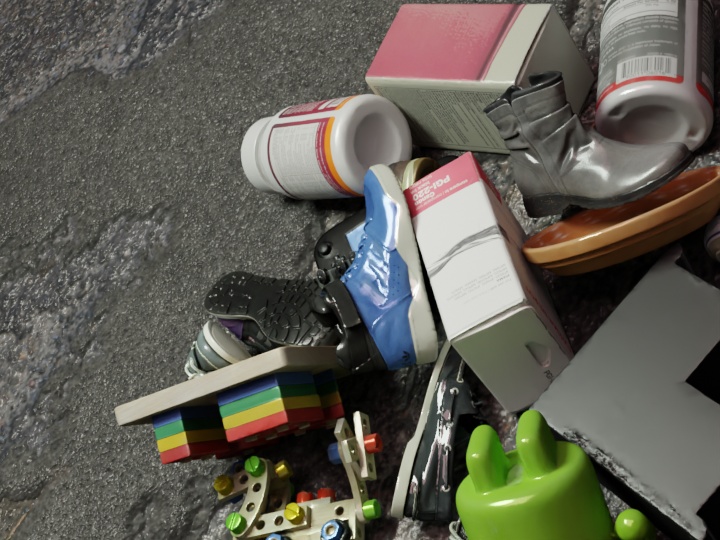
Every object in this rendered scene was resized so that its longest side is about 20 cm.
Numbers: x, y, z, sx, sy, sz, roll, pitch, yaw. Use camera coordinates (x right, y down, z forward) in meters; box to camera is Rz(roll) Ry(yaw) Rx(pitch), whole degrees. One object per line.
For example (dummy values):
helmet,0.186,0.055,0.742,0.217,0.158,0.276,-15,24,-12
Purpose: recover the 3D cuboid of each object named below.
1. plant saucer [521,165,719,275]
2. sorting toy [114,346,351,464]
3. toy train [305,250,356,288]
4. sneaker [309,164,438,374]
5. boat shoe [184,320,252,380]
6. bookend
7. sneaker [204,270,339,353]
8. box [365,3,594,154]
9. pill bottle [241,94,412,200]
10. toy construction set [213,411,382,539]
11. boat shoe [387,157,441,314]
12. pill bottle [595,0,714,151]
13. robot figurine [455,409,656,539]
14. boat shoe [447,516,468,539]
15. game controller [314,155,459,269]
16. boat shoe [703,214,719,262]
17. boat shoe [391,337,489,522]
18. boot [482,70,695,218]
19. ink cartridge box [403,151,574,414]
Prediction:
plant saucer,0.246,-0.042,1.222,0.199,0.038,0.200,-23,5,2
sorting toy,-0.100,0.137,1.312,0.199,0.198,0.070,-21,78,25
toy train,-0.033,0.020,1.396,0.034,0.046,0.200,-24,-2,-34
sneaker,0.000,0.000,1.268,0.110,0.077,0.202,-11,76,-3
boat shoe,-0.147,0.099,1.380,0.062,0.200,0.073,-44,87,-4
bookend,0.283,0.112,1.111,0.200,0.092,0.198,-48,46,-6
sneaker,-0.075,0.059,1.400,0.076,0.088,0.199,-49,37,-18
box,0.128,-0.206,1.430,0.199,0.128,0.110,9,64,39
pill bottle,-0.043,-0.135,1.499,0.199,0.109,0.110,1,58,52
toy construction set,-0.051,0.218,1.283,0.199,0.092,0.132,-27,45,32
boat shoe,0.043,-0.016,1.373,0.064,0.073,0.202,5,82,46
pill bottle,0.296,-0.220,1.331,0.113,0.114,0.201,-10,53,30
robot figurine,0.148,0.219,1.073,0.174,0.202,0.116,-18,10,11
boat shoe,0.107,0.233,1.163,0.200,0.071,0.072,-51,45,-7
game controller,0.042,-0.040,1.433,0.199,0.042,0.105,-33,45,13
boat shoe,0.390,-0.015,1.142,0.199,0.072,0.062,1,57,33
boat shoe,0.087,0.146,1.250,0.066,0.075,0.200,15,56,11
boot,0.206,-0.127,1.253,0.199,0.133,0.070,-12,18,44
ink cartridge box,0.123,0.013,1.260,0.084,0.146,0.201,-29,45,12
